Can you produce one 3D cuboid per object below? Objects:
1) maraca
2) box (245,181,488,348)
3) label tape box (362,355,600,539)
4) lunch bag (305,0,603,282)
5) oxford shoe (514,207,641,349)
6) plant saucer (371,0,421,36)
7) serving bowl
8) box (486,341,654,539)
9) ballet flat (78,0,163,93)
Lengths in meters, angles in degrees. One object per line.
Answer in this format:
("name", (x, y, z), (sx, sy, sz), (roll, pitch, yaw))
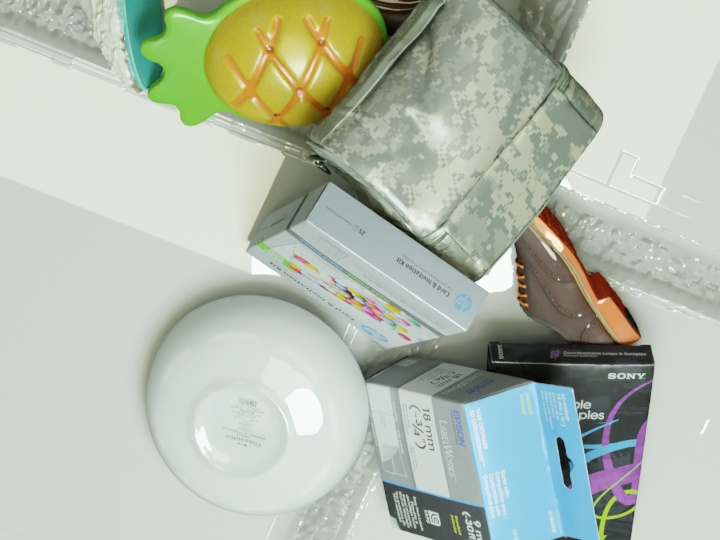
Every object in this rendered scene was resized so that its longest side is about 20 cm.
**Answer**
("maraca", (-0.076, -0.173, 1.457), (0.199, 0.107, 0.138), (-8, 129, -3))
("box", (0.000, 0.000, 1.470), (0.156, 0.200, 0.041), (35, 76, -11))
("label tape box", (0.098, 0.160, 1.522), (0.063, 0.200, 0.145), (-24, 110, -36))
("lunch bag", (0.070, -0.118, 1.437), (0.200, 0.139, 0.168), (-49, 122, -2))
("oxford shoe", (0.157, 0.003, 1.542), (0.072, 0.071, 0.200), (-36, 105, 13))
("plant saucer", (0.034, -0.289, 1.471), (0.199, 0.032, 0.201), (-1, 107, -2))
("serving bowl", (-0.095, 0.125, 1.548), (0.199, 0.066, 0.201), (3, 108, 10))
("box", (0.176, 0.154, 1.579), (0.142, 0.036, 0.201), (0, 120, -2))
("ballet flat", (-0.201, -0.246, 1.466), (0.071, 0.072, 0.201), (-4, 104, -1))
